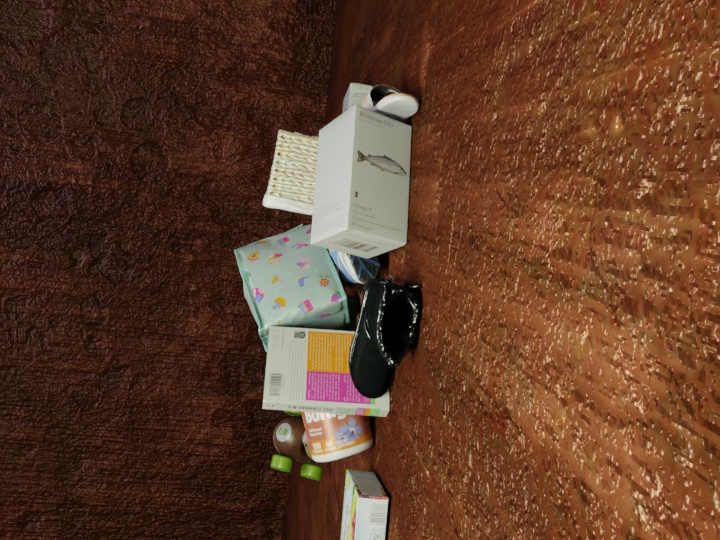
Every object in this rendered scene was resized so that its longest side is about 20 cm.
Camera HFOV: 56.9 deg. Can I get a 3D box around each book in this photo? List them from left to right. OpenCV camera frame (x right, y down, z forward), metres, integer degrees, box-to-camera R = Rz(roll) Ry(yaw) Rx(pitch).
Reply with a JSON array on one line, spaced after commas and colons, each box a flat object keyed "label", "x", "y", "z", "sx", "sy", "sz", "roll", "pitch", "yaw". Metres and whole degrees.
[{"label": "book", "x": -0.053, "y": 0.162, "z": 1.067, "sx": 0.048, "sy": 0.197, "sz": 0.135, "roll": 108, "pitch": 166, "yaw": -52}]

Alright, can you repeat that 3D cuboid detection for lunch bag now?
[{"label": "lunch bag", "x": -0.125, "y": 0.019, "z": 1.185, "sx": 0.123, "sy": 0.168, "sz": 0.202, "roll": 83, "pitch": 165, "yaw": -59}]

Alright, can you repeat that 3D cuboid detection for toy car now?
[{"label": "toy car", "x": -0.114, "y": 0.400, "z": 1.580, "sx": 0.200, "sy": 0.156, "sz": 0.167, "roll": 142, "pitch": 144, "yaw": -63}]

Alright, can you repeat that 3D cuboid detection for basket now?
[{"label": "basket", "x": -0.101, "y": -0.196, "z": 1.415, "sx": 0.198, "sy": 0.197, "sz": 0.163, "roll": -140, "pitch": 59, "yaw": -81}]

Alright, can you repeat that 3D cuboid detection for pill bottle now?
[{"label": "pill bottle", "x": -0.054, "y": 0.218, "z": 1.154, "sx": 0.112, "sy": 0.111, "sz": 0.203, "roll": 134, "pitch": 122, "yaw": -77}]

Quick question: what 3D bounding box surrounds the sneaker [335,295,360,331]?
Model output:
[{"label": "sneaker", "x": -0.056, "y": 0.125, "z": 1.294, "sx": 0.083, "sy": 0.077, "sz": 0.201, "roll": -14, "pitch": 33, "yaw": 43}]

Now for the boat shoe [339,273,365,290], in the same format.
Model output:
[{"label": "boat shoe", "x": 0.000, "y": 0.000, "z": 1.295, "sx": 0.072, "sy": 0.065, "sz": 0.200, "roll": -48, "pitch": 16, "yaw": 6}]

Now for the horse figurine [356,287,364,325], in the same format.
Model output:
[{"label": "horse figurine", "x": 0.004, "y": 0.132, "z": 1.216, "sx": 0.133, "sy": 0.049, "sz": 0.203, "roll": 165, "pitch": 113, "yaw": -88}]

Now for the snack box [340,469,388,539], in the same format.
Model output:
[{"label": "snack box", "x": 0.001, "y": 0.428, "z": 1.025, "sx": 0.142, "sy": 0.052, "sz": 0.203, "roll": 165, "pitch": 110, "yaw": -83}]

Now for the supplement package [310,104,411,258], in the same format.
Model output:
[{"label": "supplement package", "x": 0.002, "y": -0.137, "z": 1.065, "sx": 0.117, "sy": 0.116, "sz": 0.203, "roll": -18, "pitch": 65, "yaw": 55}]

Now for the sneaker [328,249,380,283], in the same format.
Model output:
[{"label": "sneaker", "x": -0.036, "y": -0.070, "z": 1.145, "sx": 0.077, "sy": 0.075, "sz": 0.203, "roll": -18, "pitch": 88, "yaw": 56}]

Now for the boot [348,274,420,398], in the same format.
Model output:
[{"label": "boot", "x": 0.035, "y": 0.103, "z": 0.959, "sx": 0.162, "sy": 0.072, "sz": 0.202, "roll": -156, "pitch": 73, "yaw": -79}]

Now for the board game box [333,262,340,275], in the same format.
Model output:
[{"label": "board game box", "x": -0.085, "y": 0.040, "z": 1.325, "sx": 0.159, "sy": 0.038, "sz": 0.201, "roll": -81, "pitch": 13, "yaw": -46}]

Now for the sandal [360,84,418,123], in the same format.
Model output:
[{"label": "sandal", "x": 0.051, "y": -0.279, "z": 1.100, "sx": 0.206, "sy": 0.078, "sz": 0.060, "roll": -179, "pitch": 96, "yaw": -73}]

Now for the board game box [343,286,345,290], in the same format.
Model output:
[{"label": "board game box", "x": -0.081, "y": 0.114, "z": 1.464, "sx": 0.199, "sy": 0.043, "sz": 0.203, "roll": 130, "pitch": 152, "yaw": -64}]

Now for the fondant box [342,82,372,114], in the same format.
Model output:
[{"label": "fondant box", "x": -0.016, "y": -0.342, "z": 1.645, "sx": 0.144, "sy": 0.057, "sz": 0.203, "roll": 171, "pitch": 105, "yaw": -82}]
